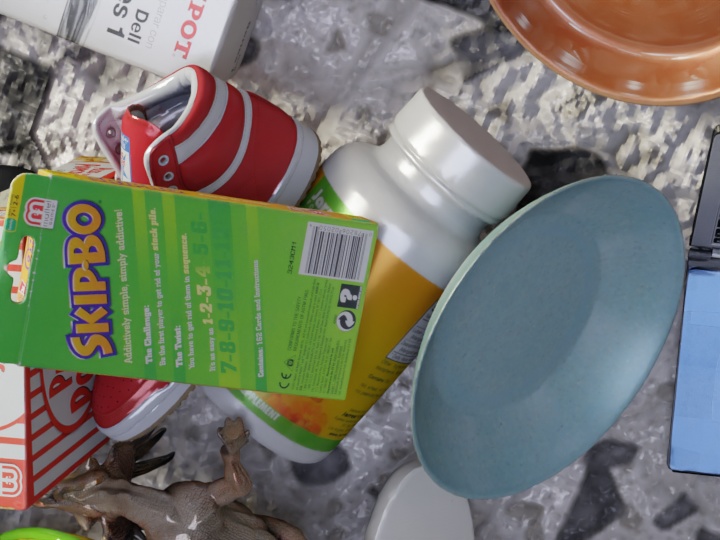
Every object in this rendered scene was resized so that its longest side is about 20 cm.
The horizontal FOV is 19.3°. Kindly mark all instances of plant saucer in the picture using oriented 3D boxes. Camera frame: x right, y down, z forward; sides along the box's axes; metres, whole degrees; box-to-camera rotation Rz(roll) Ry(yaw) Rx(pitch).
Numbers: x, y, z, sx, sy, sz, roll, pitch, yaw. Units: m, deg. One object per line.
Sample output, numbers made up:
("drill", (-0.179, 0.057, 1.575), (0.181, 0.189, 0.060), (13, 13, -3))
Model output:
("plant saucer", (0.153, -0.184, 1.130), (0.199, 0.032, 0.202), (14, 126, 20))
("plant saucer", (0.095, 0.031, 1.165), (0.039, 0.200, 0.202), (37, 108, 41))

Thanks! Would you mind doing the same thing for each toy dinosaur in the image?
("toy dinosaur", (-0.083, 0.152, 1.196), (0.200, 0.135, 0.086), (43, 66, -22))

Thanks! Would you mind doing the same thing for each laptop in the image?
("laptop", (0.272, 0.028, 1.153), (0.185, 0.200, 0.117), (5, 62, 5))

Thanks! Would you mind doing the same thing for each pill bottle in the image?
("pill bottle", (0.000, 0.000, 1.179), (0.111, 0.111, 0.200), (41, 103, -3))

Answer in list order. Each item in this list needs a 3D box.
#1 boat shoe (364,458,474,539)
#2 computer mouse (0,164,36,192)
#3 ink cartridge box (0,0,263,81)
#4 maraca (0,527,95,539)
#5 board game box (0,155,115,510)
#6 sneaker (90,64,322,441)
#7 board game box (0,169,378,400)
("boat shoe", (0.021, 0.200, 1.243), (0.071, 0.068, 0.202), (-11, 111, -26))
("computer mouse", (-0.246, 0.027, 1.243), (0.138, 0.053, 0.200), (40, 103, -2))
("ink cartridge box", (-0.143, -0.202, 1.167), (0.199, 0.084, 0.147), (21, 104, 2))
("maraca", (-0.189, 0.213, 1.248), (0.199, 0.107, 0.138), (11, 108, 33))
("board game box", (-0.168, 0.028, 1.157), (0.046, 0.200, 0.153), (4, 103, 12))
("sneaker", (-0.113, -0.014, 1.130), (0.112, 0.071, 0.201), (33, 85, -40))
("board game box", (-0.091, 0.008, 1.072), (0.199, 0.030, 0.096), (7, 98, -28))
